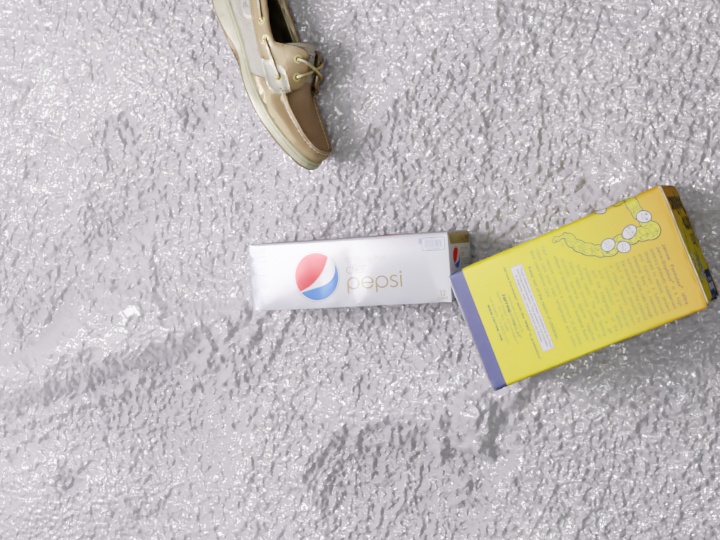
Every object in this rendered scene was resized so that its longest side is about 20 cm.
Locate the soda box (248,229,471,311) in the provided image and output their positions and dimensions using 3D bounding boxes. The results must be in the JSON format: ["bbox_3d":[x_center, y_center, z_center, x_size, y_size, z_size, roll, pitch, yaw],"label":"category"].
[{"bbox_3d":[0.000,0.000,1.395,0.198,0.068,0.064,-3,93,21],"label":"soda box"}]

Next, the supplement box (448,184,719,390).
[{"bbox_3d":[0.195,0.013,1.314,0.199,0.109,0.110,-23,86,18],"label":"supplement box"}]

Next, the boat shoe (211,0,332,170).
[{"bbox_3d":[-0.072,-0.192,1.409,0.066,0.074,0.201,-29,84,23],"label":"boat shoe"}]
